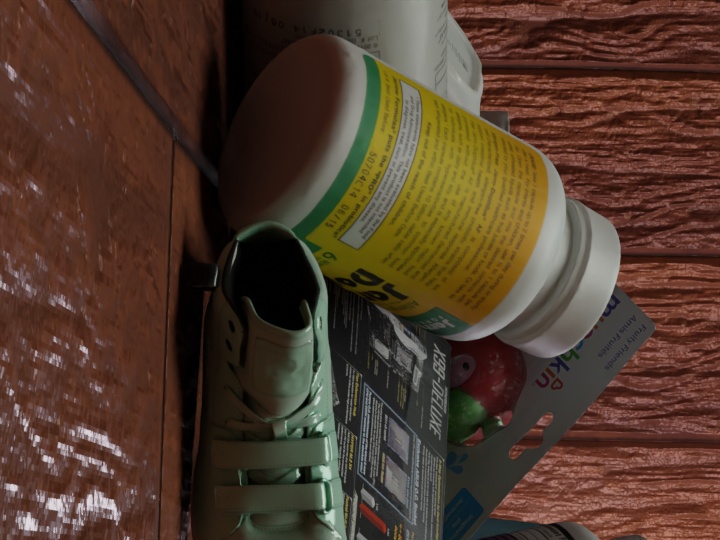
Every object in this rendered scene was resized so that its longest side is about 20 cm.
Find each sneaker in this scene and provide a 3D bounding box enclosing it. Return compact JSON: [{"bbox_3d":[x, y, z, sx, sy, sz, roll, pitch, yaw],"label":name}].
[{"bbox_3d":[-0.045,0.077,1.300,0.118,0.073,0.201,100,-17,-68],"label":"sneaker"}]

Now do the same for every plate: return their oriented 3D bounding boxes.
[{"bbox_3d":[0.028,-0.179,1.886,0.200,0.032,0.200,53,11,-10],"label":"plate"}]

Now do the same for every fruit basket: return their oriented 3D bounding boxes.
[{"bbox_3d":[0.049,0.039,1.610,0.094,0.185,0.200,33,12,-47],"label":"fruit basket"}]

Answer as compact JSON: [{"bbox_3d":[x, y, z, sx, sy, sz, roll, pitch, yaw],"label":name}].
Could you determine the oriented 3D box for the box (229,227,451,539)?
[{"bbox_3d":[-0.014,0.085,1.468,0.158,0.050,0.201,45,37,-42],"label":"box"}]

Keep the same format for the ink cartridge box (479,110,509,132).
[{"bbox_3d":[0.039,-0.012,2.097,0.145,0.146,0.201,-76,167,-75],"label":"ink cartridge box"}]

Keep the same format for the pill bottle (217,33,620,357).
[{"bbox_3d":[0.034,-0.031,1.435,0.113,0.200,0.113,-38,-142,37],"label":"pill bottle"}]

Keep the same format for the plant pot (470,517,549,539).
[{"bbox_3d":[0.049,0.245,1.866,0.200,0.195,0.201,-177,-90,-90],"label":"plant pot"}]

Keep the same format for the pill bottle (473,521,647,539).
[{"bbox_3d":[0.090,0.221,1.725,0.112,0.199,0.113,171,-90,-71],"label":"pill bottle"}]

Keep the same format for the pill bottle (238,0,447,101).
[{"bbox_3d":[-0.009,-0.094,1.526,0.115,0.114,0.201,-83,174,-56],"label":"pill bottle"}]
